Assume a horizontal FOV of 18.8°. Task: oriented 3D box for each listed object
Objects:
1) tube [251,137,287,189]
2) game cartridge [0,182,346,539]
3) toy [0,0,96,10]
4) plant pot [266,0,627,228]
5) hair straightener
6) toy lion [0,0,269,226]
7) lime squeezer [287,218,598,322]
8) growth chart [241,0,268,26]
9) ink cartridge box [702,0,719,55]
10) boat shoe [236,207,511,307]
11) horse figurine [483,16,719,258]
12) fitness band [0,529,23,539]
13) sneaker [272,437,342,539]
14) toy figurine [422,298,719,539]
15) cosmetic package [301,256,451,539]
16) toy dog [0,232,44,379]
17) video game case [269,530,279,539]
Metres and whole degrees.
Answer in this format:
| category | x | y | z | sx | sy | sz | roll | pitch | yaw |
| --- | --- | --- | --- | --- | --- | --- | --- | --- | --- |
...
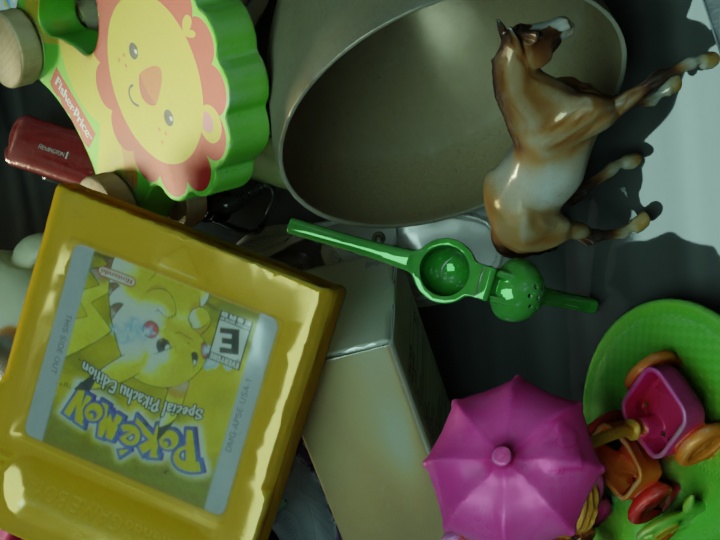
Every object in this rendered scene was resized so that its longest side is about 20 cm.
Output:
| category | x | y | z | sx | sy | sz | roll | pitch | yaw |
| --- | --- | --- | --- | --- | --- | --- | --- | --- | --- |
| tube | -0.077 | -0.083 | 1.332 | 0.200 | 0.058 | 0.052 | 25 | 145 | 20 |
| game cartridge | -0.117 | 0.073 | 1.202 | 0.176 | 0.032 | 0.201 | 20 | 99 | 17 |
| toy | -0.212 | -0.206 | 1.361 | 0.200 | 0.047 | 0.115 | -30 | 94 | 29 |
| plant pot | 0.030 | -0.137 | 1.214 | 0.200 | 0.200 | 0.135 | -41 | 53 | 28 |
| hair straightener | -0.127 | -0.057 | 1.361 | 0.200 | 0.077 | 0.041 | 11 | 82 | 33 |
| toy lion | -0.125 | -0.119 | 1.229 | 0.200 | 0.069 | 0.192 | 57 | 143 | 20 |
| lime squeezer | 0.060 | -0.001 | 1.232 | 0.199 | 0.071 | 0.038 | 14 | 110 | -21 |
| growth chart | -0.132 | -0.214 | 1.307 | 0.200 | 0.018 | 0.145 | 31 | 115 | -10 |
| ink cartridge box | 0.292 | -0.127 | 1.166 | 0.197 | 0.047 | 0.201 | -17 | 97 | 27 |
| boat shoe | 0.000 | 0.000 | 1.318 | 0.199 | 0.069 | 0.071 | -11 | 101 | 26 |
| horse figurine | 0.115 | -0.062 | 1.203 | 0.050 | 0.132 | 0.200 | 60 | 149 | 31 |
| fitness band | -0.156 | 0.188 | 1.260 | 0.143 | 0.037 | 0.201 | 26 | 103 | 17 |
| sneaker | -0.078 | 0.108 | 1.310 | 0.074 | 0.087 | 0.201 | -16 | 100 | 54 |
| toy figurine | 0.108 | 0.116 | 1.222 | 0.150 | 0.184 | 0.200 | 58 | 134 | 26 |
| cosmetic package | 0.015 | 0.101 | 1.285 | 0.071 | 0.105 | 0.200 | -13 | 119 | 11 |
| toy dog | -0.215 | 0.049 | 1.366 | 0.199 | 0.194 | 0.140 | 22 | 123 | 7 |
| video game case | -0.154 | 0.164 | 1.374 | 0.199 | 0.181 | 0.026 | 3 | 99 | 23 |
